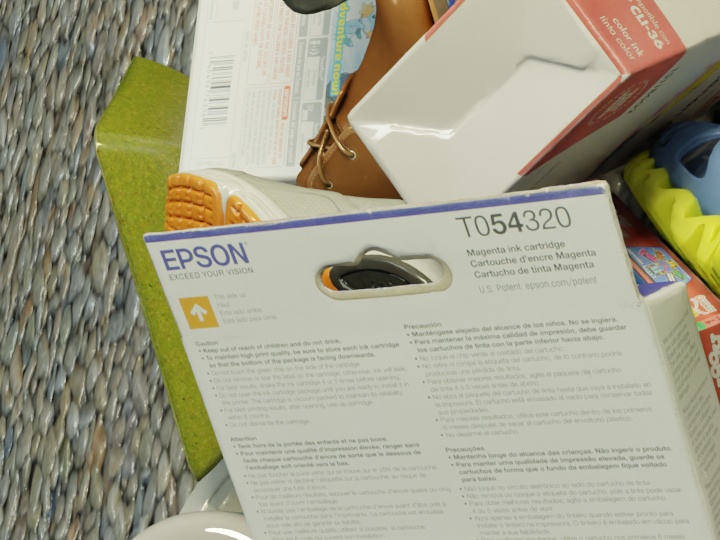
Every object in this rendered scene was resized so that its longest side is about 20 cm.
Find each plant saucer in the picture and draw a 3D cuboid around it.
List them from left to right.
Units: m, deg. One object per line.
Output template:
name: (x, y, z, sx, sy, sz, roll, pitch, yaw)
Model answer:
plant saucer: (-0.088, -0.011, 1.384, 0.200, 0.048, 0.200, -83, -21, -73)

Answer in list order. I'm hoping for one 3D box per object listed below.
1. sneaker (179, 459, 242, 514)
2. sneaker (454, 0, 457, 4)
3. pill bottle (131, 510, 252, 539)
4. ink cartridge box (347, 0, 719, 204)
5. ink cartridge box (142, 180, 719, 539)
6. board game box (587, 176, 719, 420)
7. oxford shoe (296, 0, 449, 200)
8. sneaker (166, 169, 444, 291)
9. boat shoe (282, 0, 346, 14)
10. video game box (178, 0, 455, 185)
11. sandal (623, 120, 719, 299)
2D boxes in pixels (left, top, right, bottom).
sneaker: (-0.069, 0.203, 1.374, 0.085, 0.073, 0.200, 10, 81, 38)
sneaker: (0.075, -0.168, 1.033, 0.092, 0.076, 0.200, 52, 137, 32)
pill bottle: (-0.057, 0.172, 1.201, 0.200, 0.111, 0.111, 41, -123, -80)
ink cartridge box: (0.102, -0.089, 0.949, 0.068, 0.200, 0.116, 54, 132, 9)
ink cartridge box: (0.038, 0.059, 0.914, 0.196, 0.043, 0.200, -5, 113, 32)
board game box: (0.109, 0.022, 0.981, 0.200, 0.019, 0.103, -124, 15, -61)
oxford shoe: (0.009, -0.056, 1.073, 0.200, 0.071, 0.071, 93, 165, -46)
sneaker: (0.000, 0.000, 1.034, 0.200, 0.092, 0.076, 23, 121, 44)
boat shoe: (0.007, -0.172, 1.104, 0.074, 0.063, 0.201, -15, 19, 30)
video game box: (0.009, -0.134, 1.203, 0.182, 0.047, 0.200, -1, 75, 28)
sandal: (0.159, -0.020, 0.895, 0.087, 0.079, 0.200, -42, 20, 1)
